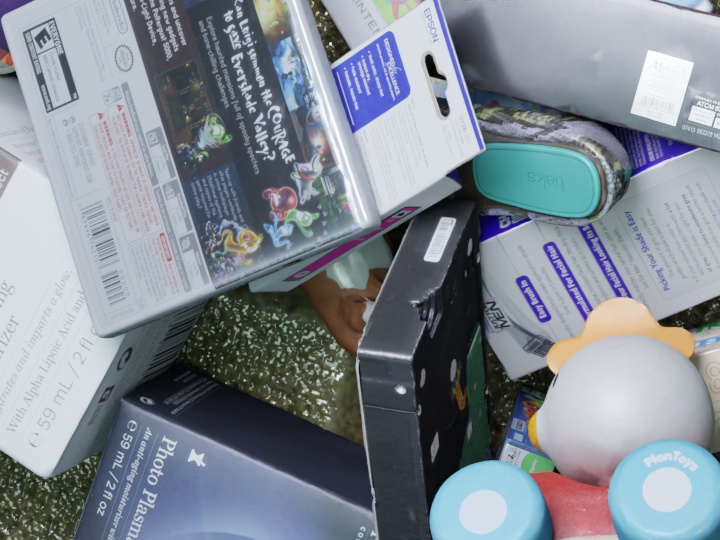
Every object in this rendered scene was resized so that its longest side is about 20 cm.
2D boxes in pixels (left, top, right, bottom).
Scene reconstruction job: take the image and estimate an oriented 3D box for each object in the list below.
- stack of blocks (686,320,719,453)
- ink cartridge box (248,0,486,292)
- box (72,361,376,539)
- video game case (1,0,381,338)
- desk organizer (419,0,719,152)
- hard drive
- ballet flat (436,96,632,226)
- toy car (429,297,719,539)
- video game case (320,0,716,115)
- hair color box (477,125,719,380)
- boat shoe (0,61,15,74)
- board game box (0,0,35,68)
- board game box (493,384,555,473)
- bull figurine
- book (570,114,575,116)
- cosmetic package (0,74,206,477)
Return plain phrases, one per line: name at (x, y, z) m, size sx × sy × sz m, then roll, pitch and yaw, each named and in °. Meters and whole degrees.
stack of blocks at (0.243, 0.060, 1.215) m, size 0.198 × 0.115 × 0.059 m, roll -15°, pitch 94°, yaw 15°
ink cartridge box at (-0.003, -0.068, 1.163) m, size 0.199 × 0.037 × 0.096 m, roll -31°, pitch 69°, yaw 42°
box at (-0.079, 0.196, 1.317) m, size 0.197 × 0.123 × 0.202 m, roll 22°, pitch 103°, yaw 9°
video game case at (-0.099, -0.086, 1.164) m, size 0.181 × 0.023 × 0.202 m, roll -22°, pitch 80°, yaw 19°
desk organizer at (0.135, -0.124, 1.161) m, size 0.198 × 0.077 × 0.072 m, roll 17°, pitch 99°, yaw 18°
hard drive at (0.039, 0.078, 1.179) m, size 0.037 × 0.140 × 0.201 m, roll 6°, pitch 132°, yaw 17°
ballet flat at (0.069, -0.067, 1.191) m, size 0.199 × 0.072 × 0.073 m, roll 12°, pitch 101°, yaw 32°
toy car at (0.129, 0.107, 1.122) m, size 0.175 × 0.185 × 0.201 m, roll -8°, pitch 54°, yaw 12°
video game case at (0.082, -0.174, 1.229) m, size 0.199 × 0.022 × 0.183 m, roll -34°, pitch 83°, yaw 18°
hair color box at (0.154, -0.024, 1.229) m, size 0.199 × 0.065 × 0.110 m, roll -24°, pitch 126°, yaw 14°
boat shoe at (-0.188, -0.210, 1.312) m, size 0.074 × 0.062 × 0.200 m, roll 24°, pitch 123°, yaw -32°
board game box at (-0.138, -0.195, 1.253) m, size 0.200 × 0.165 × 0.057 m, roll -40°, pitch 59°, yaw 17°
board game box at (0.077, 0.182, 1.265) m, size 0.034 × 0.135 × 0.202 m, roll 20°, pitch 102°, yaw 4°
bull figurine at (0.000, 0.000, 1.277) m, size 0.065 × 0.121 × 0.201 m, roll -30°, pitch 81°, yaw -20°
book at (0.075, -0.190, 1.262) m, size 0.132 × 0.048 × 0.202 m, roll 8°, pitch 99°, yaw 16°
cosmetic package at (-0.211, -0.003, 1.300) m, size 0.199 × 0.165 × 0.166 m, roll 31°, pitch 103°, yaw 9°
